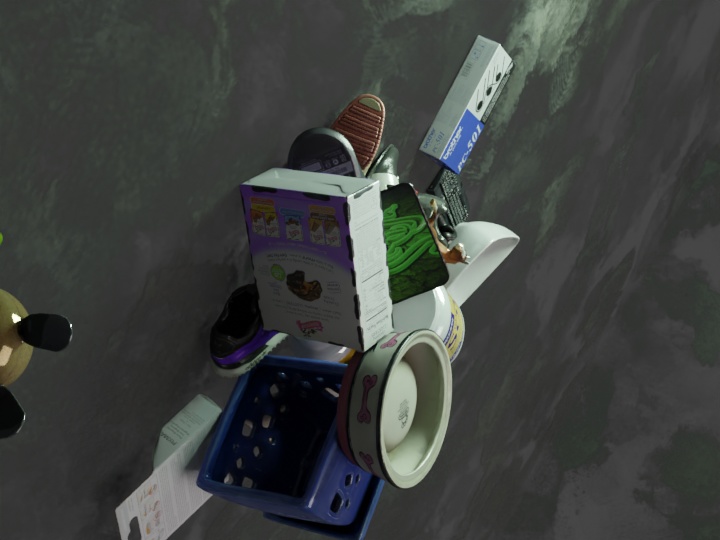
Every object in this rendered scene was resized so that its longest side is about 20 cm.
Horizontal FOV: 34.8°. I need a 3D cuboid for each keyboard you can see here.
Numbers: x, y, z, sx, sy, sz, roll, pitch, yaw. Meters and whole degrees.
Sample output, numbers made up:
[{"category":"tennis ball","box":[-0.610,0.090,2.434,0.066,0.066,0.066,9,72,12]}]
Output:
[{"category":"keyboard","box":[0.157,-0.104,1.955,0.104,0.039,0.200,-57,154,-12]}]

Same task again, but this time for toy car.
[{"category":"toy car","box":[-0.336,0.051,0.954,0.165,0.199,0.158,-61,156,-1]}]

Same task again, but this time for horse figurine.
[{"category":"horse figurine","box":[0.055,-0.038,1.717,0.199,0.050,0.133,-16,143,7]}]

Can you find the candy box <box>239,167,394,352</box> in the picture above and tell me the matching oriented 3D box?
[{"category":"candy box","box":[-0.052,-0.015,1.415,0.071,0.167,0.201,-32,123,-47]}]

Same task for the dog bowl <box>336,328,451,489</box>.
[{"category":"dog bowl","box":[0.041,0.169,1.449,0.200,0.073,0.202,-19,112,-59]}]

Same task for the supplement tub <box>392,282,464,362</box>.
[{"category":"supplement tub","box":[0.066,0.071,1.644,0.146,0.145,0.200,-60,162,-4]}]

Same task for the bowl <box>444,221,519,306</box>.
[{"category":"bowl","box":[0.170,-0.010,1.983,0.200,0.075,0.200,-49,166,16]}]

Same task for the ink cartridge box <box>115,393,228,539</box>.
[{"category":"ink cartridge box","box":[-0.260,0.285,1.539,0.200,0.057,0.163,-38,147,-33]}]

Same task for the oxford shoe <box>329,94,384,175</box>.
[{"category":"oxford shoe","box":[-0.021,-0.146,1.548,0.201,0.070,0.074,-64,177,16]}]

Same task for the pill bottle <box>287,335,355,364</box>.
[{"category":"pill bottle","box":[-0.046,0.105,1.698,0.105,0.104,0.200,-56,156,-13]}]

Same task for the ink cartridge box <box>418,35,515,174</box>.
[{"category":"ink cartridge box","box":[0.170,-0.259,1.810,0.201,0.044,0.094,-62,154,1]}]

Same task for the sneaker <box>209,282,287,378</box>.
[{"category":"sneaker","box":[-0.126,0.046,1.519,0.200,0.069,0.100,-48,150,-29]}]

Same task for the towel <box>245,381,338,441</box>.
[{"category":"towel","box":[-0.070,0.199,1.704,0.199,0.035,0.133,-22,153,5]}]

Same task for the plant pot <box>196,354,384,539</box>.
[{"category":"plant pot","box":[-0.067,0.244,1.534,0.180,0.199,0.201,47,57,-45]}]

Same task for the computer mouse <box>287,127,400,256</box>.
[{"category":"computer mouse","box":[-0.037,-0.099,1.498,0.053,0.138,0.201,-96,170,-63]}]

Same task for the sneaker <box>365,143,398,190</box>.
[{"category":"sneaker","box":[0.030,-0.088,1.615,0.074,0.088,0.201,-51,-166,55]}]

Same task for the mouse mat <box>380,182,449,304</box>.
[{"category":"mouse mat","box":[0.003,-0.015,1.511,0.199,0.008,0.162,-22,116,6]}]

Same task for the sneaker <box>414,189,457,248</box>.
[{"category":"sneaker","box":[0.101,-0.029,1.795,0.071,0.097,0.202,-61,154,-67]}]
